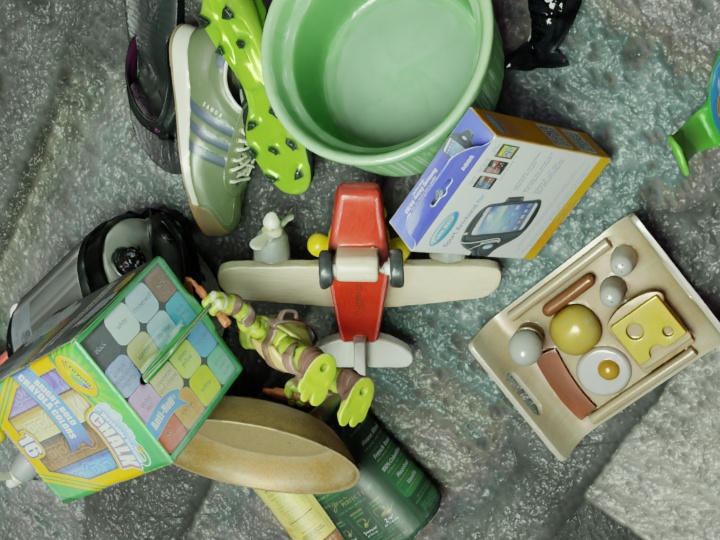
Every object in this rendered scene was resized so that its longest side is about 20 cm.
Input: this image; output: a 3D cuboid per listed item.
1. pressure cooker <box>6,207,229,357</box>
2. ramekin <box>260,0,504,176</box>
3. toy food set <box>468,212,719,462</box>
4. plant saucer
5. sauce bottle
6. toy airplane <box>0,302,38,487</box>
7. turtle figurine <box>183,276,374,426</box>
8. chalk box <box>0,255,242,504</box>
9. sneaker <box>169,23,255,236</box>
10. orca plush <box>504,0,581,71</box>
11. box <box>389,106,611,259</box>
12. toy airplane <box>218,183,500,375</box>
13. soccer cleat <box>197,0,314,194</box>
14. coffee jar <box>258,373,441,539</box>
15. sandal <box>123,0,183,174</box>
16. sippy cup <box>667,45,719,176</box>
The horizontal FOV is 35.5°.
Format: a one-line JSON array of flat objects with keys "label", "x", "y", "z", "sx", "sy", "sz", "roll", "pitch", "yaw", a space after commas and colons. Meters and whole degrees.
[{"label": "pressure cooker", "x": -0.225, "y": 0.047, "z": 1.094, "sx": 0.199, "sy": 0.178, "sz": 0.177, "roll": -38, "pitch": 90, "yaw": 28}, {"label": "ramekin", "x": 0.025, "y": -0.176, "z": 0.932, "sx": 0.196, "sy": 0.098, "sz": 0.204, "roll": -3, "pitch": 80, "yaw": 20}, {"label": "toy food set", "x": 0.213, "y": 0.064, "z": 1.005, "sx": 0.199, "sy": 0.060, "sz": 0.144, "roll": -40, "pitch": 92, "yaw": 27}, {"label": "plant saucer", "x": -0.094, "y": 0.156, "z": 1.020, "sx": 0.196, "sy": 0.036, "sz": 0.201, "roll": 8, "pitch": 154, "yaw": 4}, {"label": "sauce bottle", "x": -0.088, "y": 0.204, "z": 1.165, "sx": 0.066, "sy": 0.066, "sz": 0.201, "roll": -37, "pitch": 91, "yaw": 27}, {"label": "toy airplane", "x": -0.400, "y": 0.134, "z": 1.209, "sx": 0.196, "sy": 0.141, "sz": 0.203, "roll": 5, "pitch": 110, "yaw": 18}, {"label": "turtle figurine", "x": -0.056, "y": 0.075, "z": 0.960, "sx": 0.160, "sy": 0.065, "sz": 0.201, "roll": 27, "pitch": 159, "yaw": 47}, {"label": "chalk box", "x": -0.187, "y": 0.084, "z": 0.905, "sx": 0.198, "sy": 0.125, "sz": 0.125, "roll": -23, "pitch": 109, "yaw": 39}, {"label": "sneaker", "x": -0.119, "y": -0.131, "z": 1.052, "sx": 0.088, "sy": 0.067, "sz": 0.204, "roll": 0, "pitch": 107, "yaw": 24}, {"label": "orca plush", "x": 0.143, "y": -0.260, "z": 0.909, "sx": 0.104, "sy": 0.071, "sz": 0.203, "roll": 19, "pitch": 114, "yaw": 13}, {"label": "box", "x": 0.111, "y": -0.068, "z": 0.925, "sx": 0.120, "sy": 0.198, "sz": 0.042, "roll": -54, "pitch": 54, "yaw": 26}, {"label": "toy airplane", "x": 0.000, "y": 0.000, "z": 1.027, "sx": 0.199, "sy": 0.143, "sz": 0.198, "roll": 29, "pitch": 135, "yaw": -35}, {"label": "soccer cleat", "x": -0.078, "y": -0.165, "z": 0.993, "sx": 0.067, "sy": 0.081, "sz": 0.203, "roll": -2, "pitch": 122, "yaw": 32}, {"label": "coffee jar", "x": -0.017, "y": 0.184, "z": 1.118, "sx": 0.104, "sy": 0.085, "sz": 0.201, "roll": -36, "pitch": 94, "yaw": 34}, {"label": "sandal", "x": -0.199, "y": -0.189, "z": 1.072, "sx": 0.074, "sy": 0.048, "sz": 0.204, "roll": 0, "pitch": 108, "yaw": 20}, {"label": "sippy cup", "x": 0.332, "y": -0.127, "z": 0.855, "sx": 0.138, "sy": 0.130, "sz": 0.180, "roll": 31, "pitch": 116, "yaw": 6}]
